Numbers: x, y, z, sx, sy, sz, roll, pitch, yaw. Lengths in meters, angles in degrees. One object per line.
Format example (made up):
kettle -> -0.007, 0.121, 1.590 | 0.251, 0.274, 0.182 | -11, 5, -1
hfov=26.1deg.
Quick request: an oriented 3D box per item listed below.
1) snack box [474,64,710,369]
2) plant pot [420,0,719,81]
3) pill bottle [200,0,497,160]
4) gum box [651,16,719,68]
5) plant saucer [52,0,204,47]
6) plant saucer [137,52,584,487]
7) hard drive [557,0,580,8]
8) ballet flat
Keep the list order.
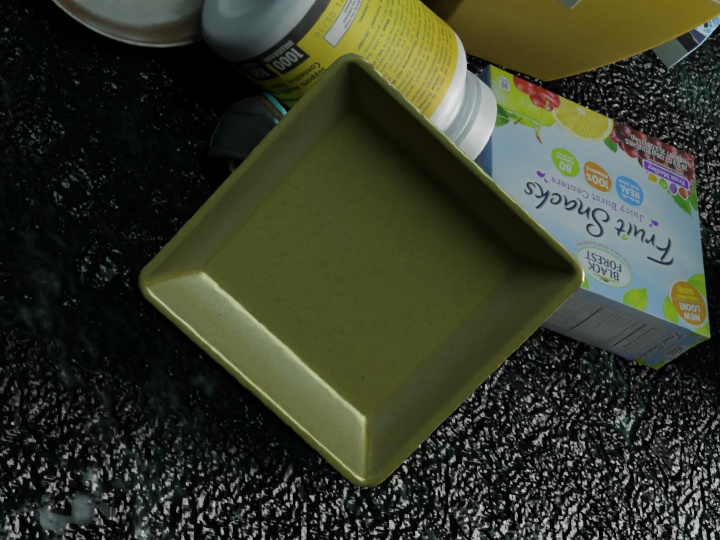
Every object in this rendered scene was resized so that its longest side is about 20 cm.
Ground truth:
snack box -> 0.159, -0.037, 1.148 | 0.200, 0.068, 0.169 | 20, 54, -25
plant pot -> 0.142, -0.260, 1.192 | 0.200, 0.176, 0.201 | 14, 57, -28
pill bottle -> -0.001, -0.143, 1.048 | 0.200, 0.112, 0.113 | 35, 47, -35
gum box -> 0.274, -0.296, 1.398 | 0.170, 0.045, 0.200 | 48, 46, -3
plant saucer -> -0.149, -0.246, 1.034 | 0.200, 0.032, 0.201 | 2, 86, -31
plant saucer -> 0.000, 0.000, 0.958 | 0.200, 0.200, 0.048 | 43, 12, -8
hard drive -> 0.137, -0.278, 1.062 | 0.132, 0.026, 0.200 | 42, 48, -8
ballet flat -> -0.023, -0.028, 1.016 | 0.200, 0.068, 0.068 | 44, 77, 7
